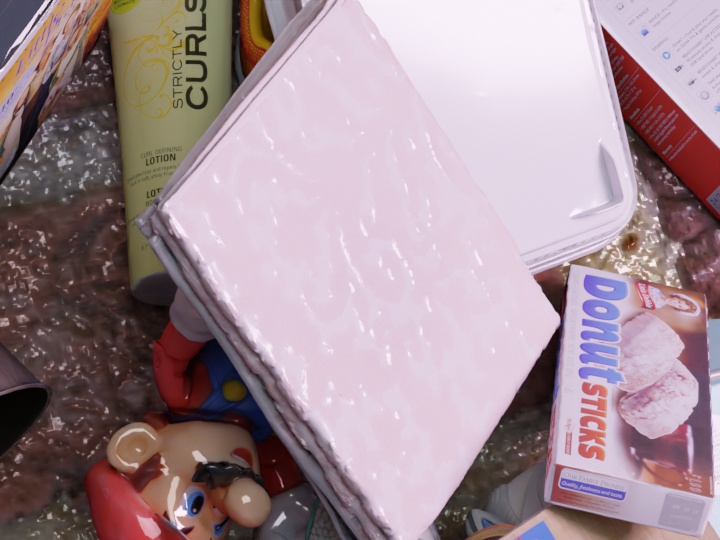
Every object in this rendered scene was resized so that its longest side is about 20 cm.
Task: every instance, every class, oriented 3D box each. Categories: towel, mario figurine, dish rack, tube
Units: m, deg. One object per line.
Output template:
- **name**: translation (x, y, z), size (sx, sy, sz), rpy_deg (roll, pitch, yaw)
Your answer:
- **towel**: translation (0.000, 0.000, 1.086), size (0.200, 0.032, 0.191), rpy_deg (57, 42, -19)
- **mario figurine**: translation (-0.045, 0.064, 1.106), size (0.123, 0.106, 0.200), rpy_deg (28, 77, -7)
- **dish rack**: translation (0.053, -0.085, 1.186), size (0.171, 0.044, 0.200), rpy_deg (-20, 103, -20)
- **tube**: translation (-0.092, -0.083, 1.190), size (0.058, 0.052, 0.200), rpy_deg (6, 67, -24)

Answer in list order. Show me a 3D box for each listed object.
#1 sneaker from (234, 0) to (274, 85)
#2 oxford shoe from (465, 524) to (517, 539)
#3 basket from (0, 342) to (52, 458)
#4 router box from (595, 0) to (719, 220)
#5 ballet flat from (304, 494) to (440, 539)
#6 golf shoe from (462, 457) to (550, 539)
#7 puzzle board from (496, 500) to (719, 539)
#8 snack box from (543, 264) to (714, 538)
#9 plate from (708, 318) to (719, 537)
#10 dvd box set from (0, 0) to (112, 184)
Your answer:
- **sneaker**: translation (-0.030, -0.179, 1.229), size (0.073, 0.077, 0.200), rpy_deg (-1, 69, -13)
- **oxford shoe**: translation (0.094, 0.202, 1.057), size (0.071, 0.073, 0.200), rpy_deg (-31, 79, 15)
- **basket**: translation (-0.266, 0.024, 1.063), size (0.180, 0.136, 0.200), rpy_deg (-33, 77, -27)
- **router box**: translation (0.209, -0.150, 1.295), size (0.200, 0.049, 0.180), rpy_deg (-39, 83, -24)
- **ballet flat**: translation (0.000, 0.171, 1.086), size (0.069, 0.071, 0.200), rpy_deg (25, 77, -29)
- **golf shoe**: translation (0.139, 0.167, 1.133), size (0.097, 0.078, 0.200), rpy_deg (-40, 85, -9)
- **puzzle board**: translation (0.141, 0.184, 1.068), size (0.151, 0.017, 0.200), rpy_deg (-25, 80, -50)
- **snack box**: translation (0.126, 0.057, 1.138), size (0.072, 0.024, 0.200), rpy_deg (12, 26, 1)
- **plate**: translation (0.193, 0.116, 1.205), size (0.200, 0.026, 0.201), rpy_deg (5, 70, -13)
- **dvd box set**: translation (-0.150, -0.102, 1.099), size (0.029, 0.200, 0.146), rpy_deg (31, 65, -2)
